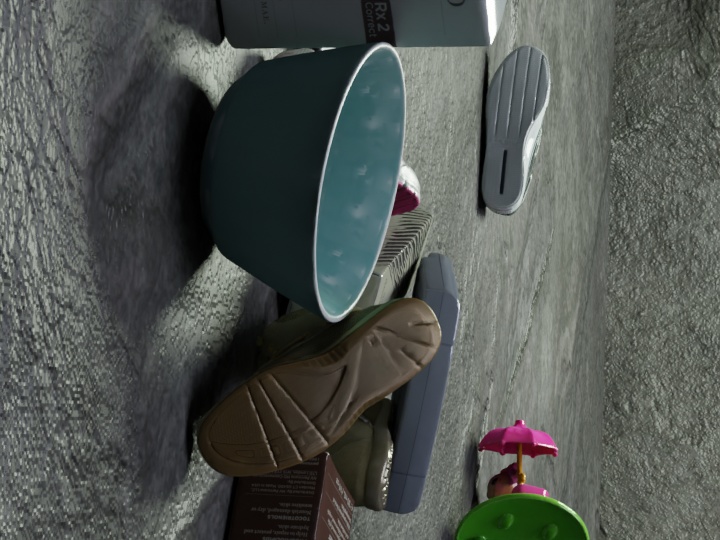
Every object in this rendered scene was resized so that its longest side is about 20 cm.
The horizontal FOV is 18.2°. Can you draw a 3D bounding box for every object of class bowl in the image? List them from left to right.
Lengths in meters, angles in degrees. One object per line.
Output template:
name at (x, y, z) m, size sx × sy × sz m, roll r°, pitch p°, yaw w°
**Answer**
bowl at (-0.046, -0.072, 1.599) m, size 0.201 × 0.104 × 0.202 m, roll 13°, pitch 90°, yaw -75°

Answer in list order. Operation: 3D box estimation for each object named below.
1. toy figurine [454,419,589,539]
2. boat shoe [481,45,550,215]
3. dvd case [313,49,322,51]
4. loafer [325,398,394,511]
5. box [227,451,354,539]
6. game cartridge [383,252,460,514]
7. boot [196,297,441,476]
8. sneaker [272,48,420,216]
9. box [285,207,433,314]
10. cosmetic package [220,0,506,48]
toy figurine at (0.176, 0.266, 2.560) m, size 0.185 × 0.149 × 0.201 m, roll -86°, pitch -169°, yaw -52°
boat shoe at (0.175, -0.161, 2.619) m, size 0.071 × 0.072 × 0.201 m, roll 61°, pitch 42°, yaw -80°
dvd case at (-0.023, -0.166, 1.883) m, size 0.150 × 0.025 × 0.202 m, roll 22°, pitch 70°, yaw -75°
loafer at (-0.010, 0.147, 1.886) m, size 0.200 × 0.068 × 0.076 m, roll -106°, pitch -154°, yaw -82°
box at (-0.060, 0.242, 1.679) m, size 0.100 × 0.074 × 0.201 m, roll 66°, pitch 30°, yaw -60°
game cartridge at (0.050, 0.098, 1.907) m, size 0.133 × 0.041 × 0.201 m, roll -78°, pitch 178°, yaw -73°
boot at (-0.052, 0.082, 1.657) m, size 0.073 × 0.199 × 0.155 m, roll 60°, pitch -20°, yaw -13°
sneaker at (-0.011, -0.109, 1.769) m, size 0.200 × 0.081 × 0.089 m, roll 46°, pitch 39°, yaw -50°
box at (0.000, 0.000, 1.863) m, size 0.200 × 0.068 × 0.083 m, roll -51°, pitch 160°, yaw -68°
cosmetic package at (0.005, -0.270, 1.627) m, size 0.165 × 0.199 × 0.166 m, roll -70°, pitch 156°, yaw -52°
